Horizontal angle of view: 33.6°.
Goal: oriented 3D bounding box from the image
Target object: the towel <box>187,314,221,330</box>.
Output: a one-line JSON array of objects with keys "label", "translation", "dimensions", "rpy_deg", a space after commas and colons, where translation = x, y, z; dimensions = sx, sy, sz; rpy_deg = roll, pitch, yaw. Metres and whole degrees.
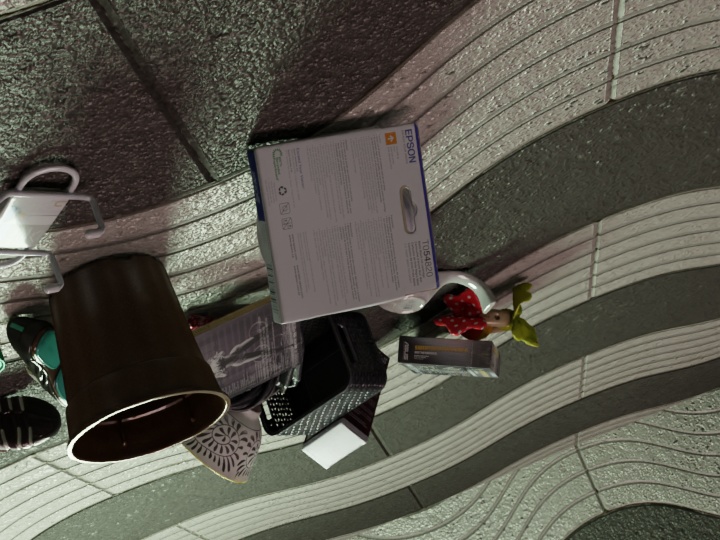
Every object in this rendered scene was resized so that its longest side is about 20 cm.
[{"label": "towel", "translation": [-0.207, 0.104, 1.763], "dimensions": [0.199, 0.023, 0.144], "rpy_deg": [1, 149, -43]}]

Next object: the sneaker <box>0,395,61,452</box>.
[{"label": "sneaker", "translation": [-0.524, 0.235, 1.716], "dimensions": [0.198, 0.076, 0.116], "rpy_deg": [-7, 161, -7]}]

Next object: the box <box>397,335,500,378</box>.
[{"label": "box", "translation": [0.155, 0.150, 2.054], "dimensions": [0.157, 0.049, 0.200], "rpy_deg": [2, 171, 12]}]

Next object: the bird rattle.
[{"label": "bird rattle", "translation": [0.203, 0.090, 2.024], "dimensions": [0.198, 0.114, 0.163], "rpy_deg": [-6, 170, -28]}]

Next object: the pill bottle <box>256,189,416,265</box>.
[{"label": "pill bottle", "translation": [-0.017, -0.054, 1.451], "dimensions": [0.198, 0.112, 0.111], "rpy_deg": [-7, 154, -33]}]

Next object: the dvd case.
[{"label": "dvd case", "translation": [-0.171, 0.115, 1.655], "dimensions": [0.199, 0.016, 0.150], "rpy_deg": [-25, 138, -24]}]

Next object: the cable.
[{"label": "cable", "translation": [-0.156, 0.119, 1.735], "dimensions": [0.162, 0.051, 0.201], "rpy_deg": [-11, 134, -22]}]

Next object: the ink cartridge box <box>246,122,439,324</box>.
[{"label": "ink cartridge box", "translation": [-0.017, -0.056, 1.350], "dimensions": [0.198, 0.202, 0.041], "rpy_deg": [-11, -172, -21]}]

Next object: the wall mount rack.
[{"label": "wall mount rack", "translation": [-0.367, -0.028, 1.231], "dimensions": [0.173, 0.075, 0.200], "rpy_deg": [-2, 150, -41]}]

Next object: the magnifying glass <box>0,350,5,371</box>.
[{"label": "magnifying glass", "translation": [-0.554, 0.144, 1.529], "dimensions": [0.198, 0.023, 0.080], "rpy_deg": [-18, 158, -8]}]

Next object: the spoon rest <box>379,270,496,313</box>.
[{"label": "spoon rest", "translation": [0.112, 0.032, 1.869], "dimensions": [0.198, 0.061, 0.100], "rpy_deg": [4, 148, -22]}]

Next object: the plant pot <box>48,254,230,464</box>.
[{"label": "plant pot", "translation": [-0.281, 0.102, 1.448], "dimensions": [0.198, 0.200, 0.201], "rpy_deg": [-18, 159, -7]}]

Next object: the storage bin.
[{"label": "storage bin", "translation": [-0.071, 0.161, 1.867], "dimensions": [0.199, 0.136, 0.093], "rpy_deg": [-35, 154, 30]}]

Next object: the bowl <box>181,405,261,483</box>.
[{"label": "bowl", "translation": [-0.215, 0.221, 1.838], "dimensions": [0.094, 0.201, 0.200], "rpy_deg": [-46, 154, 8]}]

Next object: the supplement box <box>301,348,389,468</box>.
[{"label": "supplement box", "translation": [-0.023, 0.220, 1.987], "dimensions": [0.061, 0.201, 0.109], "rpy_deg": [39, 128, -18]}]

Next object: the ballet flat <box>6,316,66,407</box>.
[{"label": "ballet flat", "translation": [-0.403, 0.112, 1.541], "dimensions": [0.068, 0.068, 0.201], "rpy_deg": [-60, 161, -26]}]
